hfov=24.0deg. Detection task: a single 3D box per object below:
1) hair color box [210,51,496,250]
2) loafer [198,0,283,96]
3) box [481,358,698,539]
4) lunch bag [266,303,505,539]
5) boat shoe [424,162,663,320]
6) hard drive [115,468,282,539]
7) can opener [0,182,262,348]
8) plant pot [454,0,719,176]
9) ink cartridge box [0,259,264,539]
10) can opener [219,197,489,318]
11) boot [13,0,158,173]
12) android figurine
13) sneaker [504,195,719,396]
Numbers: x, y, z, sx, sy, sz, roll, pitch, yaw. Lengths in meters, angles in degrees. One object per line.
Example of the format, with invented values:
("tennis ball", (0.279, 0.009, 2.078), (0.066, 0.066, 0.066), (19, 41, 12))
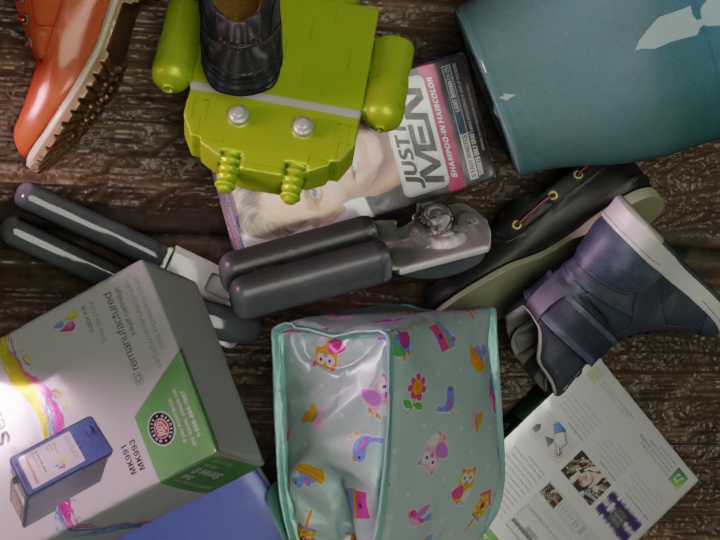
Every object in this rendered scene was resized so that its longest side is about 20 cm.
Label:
("hair color box", (-0.009, -0.087, 1.250), (0.199, 0.061, 0.101), (-18, 99, -12))
("loafer", (-0.085, -0.222, 1.170), (0.072, 0.072, 0.201), (-7, 62, -8))
("box", (0.151, 0.179, 1.334), (0.200, 0.036, 0.145), (-42, 104, -9))
("lunch bag", (0.021, 0.130, 1.206), (0.170, 0.121, 0.202), (-10, 101, -56))
("boat shoe", (0.132, -0.022, 1.297), (0.201, 0.074, 0.063), (-33, 64, 1))
("hard drive", (-0.100, 0.218, 1.205), (0.132, 0.025, 0.201), (-33, 96, 5))
("can opener", (-0.160, -0.002, 1.215), (0.199, 0.067, 0.054), (26, 88, -16))
("plant pot", (0.176, -0.162, 1.231), (0.187, 0.200, 0.201), (-22, 101, 3))
("ink cartridge box", (-0.188, 0.106, 1.150), (0.199, 0.087, 0.146), (-27, 72, 14))
("can opener", (0.000, 0.000, 1.213), (0.199, 0.053, 0.067), (-15, 136, -13))
("boot", (-0.212, -0.172, 1.190), (0.107, 0.075, 0.201), (25, 93, 1))
("android figurine", (-0.056, -0.137, 1.193), (0.181, 0.041, 0.201), (12, 64, 0))
("sneaker", (0.194, 0.038, 1.292), (0.146, 0.077, 0.202), (-47, 140, 7))
